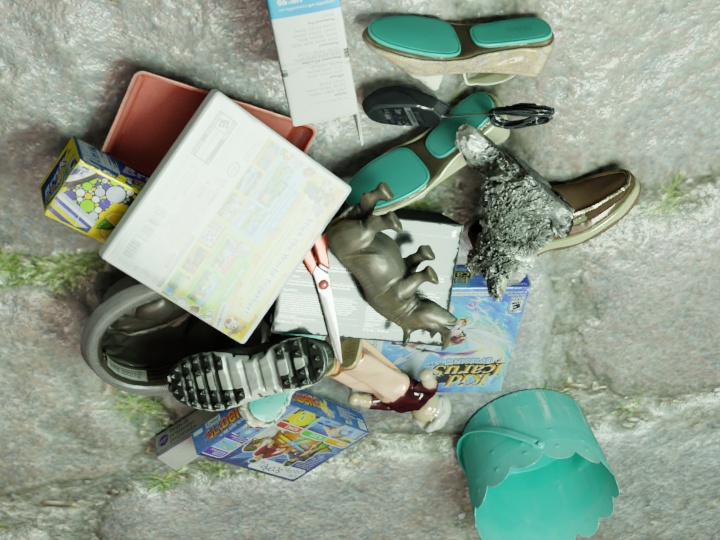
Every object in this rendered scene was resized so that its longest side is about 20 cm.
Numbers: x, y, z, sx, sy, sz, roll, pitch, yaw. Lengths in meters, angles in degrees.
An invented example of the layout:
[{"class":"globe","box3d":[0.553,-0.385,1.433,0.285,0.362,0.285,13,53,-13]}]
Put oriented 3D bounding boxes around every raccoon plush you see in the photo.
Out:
[{"class":"raccoon plush","box3d":[0.131,-0.062,1.340,0.200,0.097,0.134,37,106,-25]}]

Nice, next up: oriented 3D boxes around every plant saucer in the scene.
[{"class":"plant saucer","box3d":[-0.176,-0.111,1.318,0.199,0.037,0.200,15,126,-23]}]

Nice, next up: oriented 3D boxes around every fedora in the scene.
[{"class":"fedora","box3d":[-0.217,0.055,1.420,0.200,0.090,0.177,-20,133,1]}]

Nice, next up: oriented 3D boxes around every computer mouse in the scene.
[{"class":"computer mouse","box3d":[0.099,-0.170,1.283,0.200,0.034,0.059,4,165,12]}]

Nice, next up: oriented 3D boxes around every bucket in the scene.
[{"class":"bucket","box3d":[0.231,0.266,1.673,0.207,0.135,0.207,-6,131,-7]}]

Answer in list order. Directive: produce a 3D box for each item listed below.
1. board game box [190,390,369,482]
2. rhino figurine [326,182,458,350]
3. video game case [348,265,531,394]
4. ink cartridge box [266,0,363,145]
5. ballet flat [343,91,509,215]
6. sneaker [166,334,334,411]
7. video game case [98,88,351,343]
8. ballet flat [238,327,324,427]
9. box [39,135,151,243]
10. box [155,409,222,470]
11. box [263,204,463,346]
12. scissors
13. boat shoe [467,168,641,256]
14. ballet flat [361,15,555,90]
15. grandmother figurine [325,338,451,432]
[{"class":"board game box","box3d":[-0.098,0.205,1.578,0.135,0.035,0.200,-34,147,19]},{"class":"rhino figurine","box3d":[0.038,0.008,1.324,0.087,0.060,0.200,-26,114,20]},{"class":"video game case","box3d":[0.092,0.075,1.534,0.200,0.045,0.181,0,132,-12]},{"class":"ink cartridge box","box3d":[-0.049,-0.221,1.190,0.067,0.116,0.200,-11,132,-2]},{"class":"ballet flat","box3d":[0.074,-0.113,1.343,0.200,0.070,0.069,-33,130,7]},{"class":"sneaker","box3d":[-0.115,0.112,1.389,0.200,0.067,0.090,-12,178,20]},{"class":"video game case","box3d":[-0.133,-0.051,1.266,0.182,0.023,0.200,34,91,-28]},{"class":"ballet flat","box3d":[-0.090,0.089,1.463,0.072,0.072,0.200,39,73,-36]},{"class":"box","box3d":[-0.222,-0.055,1.283,0.200,0.064,0.070,28,108,-30]},{"class":"box","box3d":[-0.171,0.184,1.581,0.200,0.039,0.041,-33,130,18]},{"class":"box","box3d":[0.000,0.000,1.390,0.200,0.079,0.141,6,103,-16]},{"class":"scissors","box3d":[-0.037,0.001,1.333,0.073,0.014,0.200,-30,107,-9]},{"class":"boat shoe","box3d":[0.215,-0.066,1.415,0.202,0.075,0.075,-29,125,15]},{"class":"ballet flat","box3d":[0.098,-0.214,1.263,0.200,0.068,0.067,0,139,-9]},{"class":"grandmother figurine","box3d":[0.042,0.141,1.518,0.121,0.061,0.200,-12,145,40]}]
